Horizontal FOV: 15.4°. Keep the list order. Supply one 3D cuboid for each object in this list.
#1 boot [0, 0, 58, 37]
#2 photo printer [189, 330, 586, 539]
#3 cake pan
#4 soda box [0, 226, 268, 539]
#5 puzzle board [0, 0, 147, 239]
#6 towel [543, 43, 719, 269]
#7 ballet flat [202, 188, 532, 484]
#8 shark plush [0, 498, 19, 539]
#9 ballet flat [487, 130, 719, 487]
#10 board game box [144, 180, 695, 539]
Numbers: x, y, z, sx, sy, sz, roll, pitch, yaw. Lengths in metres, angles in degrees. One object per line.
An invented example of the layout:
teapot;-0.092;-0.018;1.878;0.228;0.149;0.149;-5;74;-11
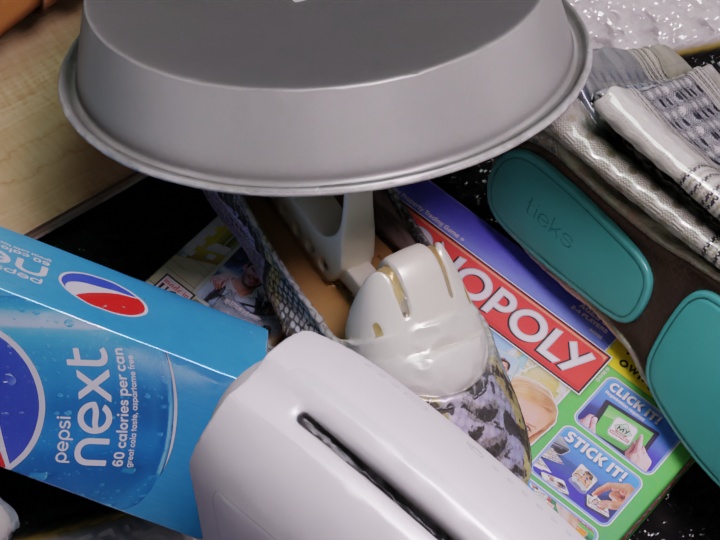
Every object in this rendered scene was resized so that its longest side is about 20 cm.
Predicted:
boot;-0.147;-0.109;1.035;0.154;0.074;0.200;-15;62;-29
photo printer;0.020;0.104;0.856;0.166;0.200;0.069;40;76;12
cake pan;-0.014;-0.092;0.982;0.200;0.037;0.200;-3;32;2
soda box;-0.136;0.023;0.936;0.200;0.064;0.068;21;16;-7
puzzle board;-0.138;-0.085;1.072;0.200;0.017;0.151;-32;67;-32
towel;0.166;-0.026;1.036;0.200;0.035;0.192;39;21;13
ballet flat;0.000;0.000;0.978;0.072;0.072;0.200;-22;64;-27
shark plush;-0.222;0.063;0.938;0.200;0.091;0.083;19;29;25
ballet flat;0.128;0.013;1.008;0.062;0.068;0.200;-17;59;-42
board game box;0.025;0.039;1.017;0.200;0.029;0.135;37;55;13
